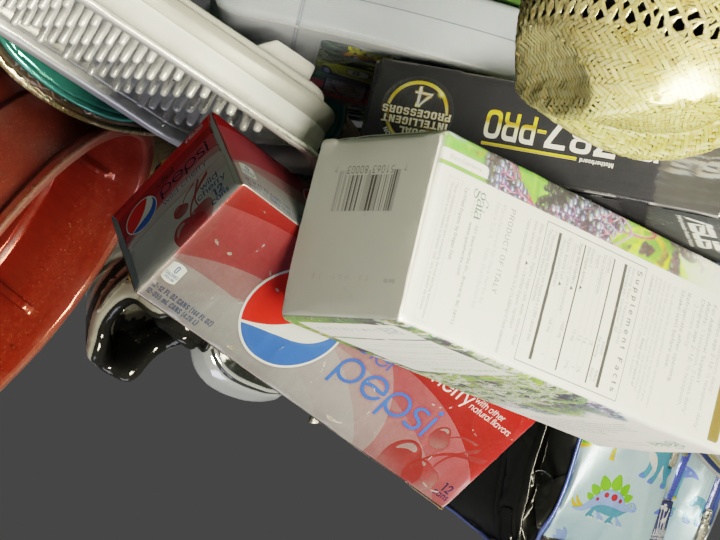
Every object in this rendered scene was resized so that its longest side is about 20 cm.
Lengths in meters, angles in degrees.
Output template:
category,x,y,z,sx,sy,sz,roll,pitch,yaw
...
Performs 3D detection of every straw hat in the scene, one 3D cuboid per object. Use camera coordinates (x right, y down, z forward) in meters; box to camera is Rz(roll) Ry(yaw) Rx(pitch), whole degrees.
category,x,y,z,sx,sy,sz,roll,pitch,yaw
straw hat,0.101,-0.085,0.807,0.199,0.086,0.201,14,172,2

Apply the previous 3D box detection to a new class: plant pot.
category,x,y,z,sx,sy,sz,roll,pitch,yaw
plant pot,-0.244,-0.050,1.195,0.195,0.201,0.201,37,175,9

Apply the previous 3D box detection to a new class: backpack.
category,x,y,z,sx,sy,sz,roll,pitch,yaw
backpack,0.150,0.083,1.438,0.146,0.201,0.183,17,-173,-25

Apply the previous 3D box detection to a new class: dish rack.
category,x,y,z,sx,sy,sz,roll,pitch,yaw
dish rack,-0.109,-0.110,1.006,0.199,0.044,0.171,33,169,-27

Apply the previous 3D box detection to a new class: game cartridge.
category,x,y,z,sx,sy,sz,roll,pitch,yaw
game cartridge,0.028,-0.097,1.041,0.198,0.041,0.133,14,168,-2

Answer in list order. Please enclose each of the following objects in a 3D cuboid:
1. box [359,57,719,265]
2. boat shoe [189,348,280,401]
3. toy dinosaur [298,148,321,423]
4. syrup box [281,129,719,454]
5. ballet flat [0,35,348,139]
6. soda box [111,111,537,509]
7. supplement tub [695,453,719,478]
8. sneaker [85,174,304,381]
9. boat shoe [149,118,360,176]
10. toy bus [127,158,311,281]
category,x,y,z,sx,sy,sz,roll,pitch,yaw
box,0.100,-0.035,1.040,0.160,0.050,0.200,10,170,16
boat shoe,-0.010,0.041,1.416,0.198,0.074,0.068,6,165,-37
toy dinosaur,0.000,0.000,1.181,0.198,0.137,0.102,8,-156,-12
syrup box,0.072,0.013,0.968,0.199,0.082,0.078,22,167,-37
ballet flat,-0.103,-0.096,1.152,0.199,0.071,0.065,20,173,-23
soda box,-0.012,0.020,1.008,0.200,0.070,0.064,38,-165,-34
supplement tub,0.267,0.055,1.258,0.143,0.146,0.200,16,172,-13
sneaker,-0.073,0.001,1.251,0.075,0.088,0.199,34,134,-31
boat shoe,-0.095,-0.071,1.303,0.198,0.073,0.065,8,167,4
toy bus,-0.006,0.005,1.096,0.199,0.066,0.078,20,172,-26
